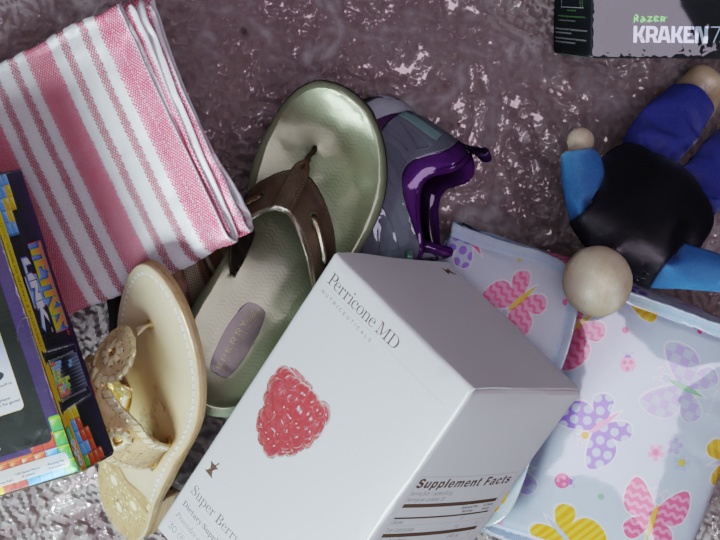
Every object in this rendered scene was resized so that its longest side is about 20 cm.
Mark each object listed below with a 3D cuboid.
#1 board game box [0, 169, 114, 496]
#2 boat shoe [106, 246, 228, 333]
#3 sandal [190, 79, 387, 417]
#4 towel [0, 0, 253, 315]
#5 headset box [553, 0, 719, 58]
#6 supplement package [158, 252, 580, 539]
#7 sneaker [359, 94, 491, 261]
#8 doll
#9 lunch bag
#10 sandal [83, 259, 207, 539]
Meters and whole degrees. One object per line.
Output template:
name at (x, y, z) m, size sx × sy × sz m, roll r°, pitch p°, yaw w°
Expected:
board game box at (-0.254, 0.054, 1.181) m, size 0.199 × 0.057 × 0.166 m, roll -17°, pitch 92°, yaw 16°
boat shoe at (-0.113, -0.013, 1.272) m, size 0.074 × 0.075 × 0.202 m, roll -15°, pitch 104°, yaw -38°
sandal at (-0.043, -0.010, 1.217) m, size 0.079 × 0.057 × 0.202 m, roll 23°, pitch 84°, yaw 3°
towel at (-0.166, -0.053, 1.222) m, size 0.199 × 0.030 × 0.147 m, roll -22°, pitch 94°, yaw 31°
headset box at (0.208, -0.226, 1.276) m, size 0.173 × 0.093 × 0.202 m, roll 0°, pitch 97°, yaw -10°
supplement package at (0.003, 0.105, 1.215) m, size 0.121 × 0.119 × 0.201 m, roll 44°, pitch 111°, yaw 29°
sneaker at (0.000, 0.000, 1.268) m, size 0.087 × 0.074 × 0.201 m, roll 26°, pitch 94°, yaw 24°
doll at (0.176, -0.039, 1.253) m, size 0.136 × 0.049 × 0.200 m, roll 41°, pitch 48°, yaw 3°
lunch bag at (0.119, 0.081, 1.290) m, size 0.199 × 0.127 × 0.171 m, roll 21°, pitch 94°, yaw 1°
sandal at (-0.140, 0.091, 1.219) m, size 0.069 × 0.078 × 0.213 m, roll -27°, pitch 147°, yaw -32°
